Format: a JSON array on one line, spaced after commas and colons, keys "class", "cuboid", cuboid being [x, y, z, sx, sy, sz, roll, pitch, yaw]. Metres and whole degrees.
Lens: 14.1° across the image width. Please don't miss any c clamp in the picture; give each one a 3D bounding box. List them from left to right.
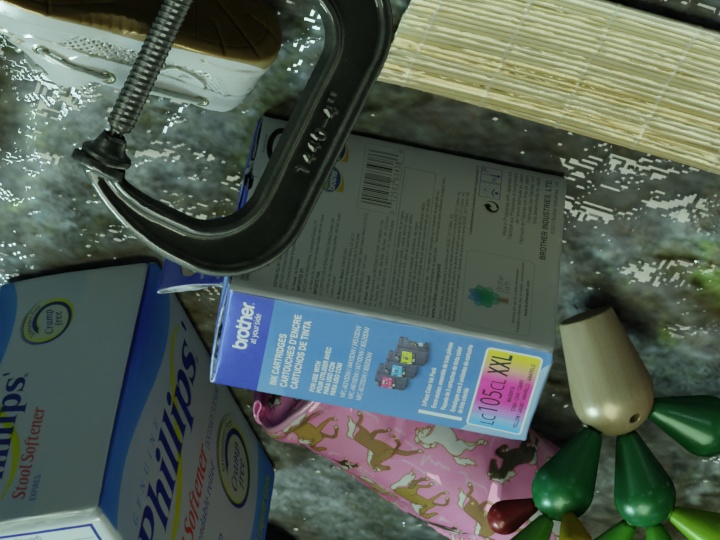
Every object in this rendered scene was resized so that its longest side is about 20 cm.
[{"class": "c clamp", "cuboid": [-0.075, -0.103, 1.396, 0.170, 0.027, 0.201, 18, 96, -20]}]

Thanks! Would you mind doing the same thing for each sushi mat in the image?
[{"class": "sushi mat", "cuboid": [0.114, -0.101, 1.454, 0.199, 0.012, 0.096, 15, 137, -6]}]

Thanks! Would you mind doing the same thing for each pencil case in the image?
[{"class": "pencil case", "cuboid": [0.034, 0.099, 1.640, 0.200, 0.087, 0.083, 35, 165, -26]}]

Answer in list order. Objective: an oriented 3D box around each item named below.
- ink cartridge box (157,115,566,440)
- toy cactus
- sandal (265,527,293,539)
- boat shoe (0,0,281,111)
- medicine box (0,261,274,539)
[{"class": "ink cartridge box", "cuboid": [0.000, 0.000, 1.492, 0.199, 0.137, 0.077, 12, 133, -4]}, {"class": "toy cactus", "cuboid": [0.151, 0.101, 1.599, 0.199, 0.102, 0.166, -20, 95, -9]}, {"class": "sandal", "cuboid": [-0.127, 0.204, 1.818, 0.200, 0.048, 0.075, -20, 131, 12]}, {"class": "boat shoe", "cuboid": [-0.142, -0.121, 1.432, 0.199, 0.071, 0.069, 19, 136, -12]}, {"class": "medicine box", "cuboid": [-0.137, 0.130, 1.627, 0.102, 0.183, 0.200, -8, 136, 18]}]
